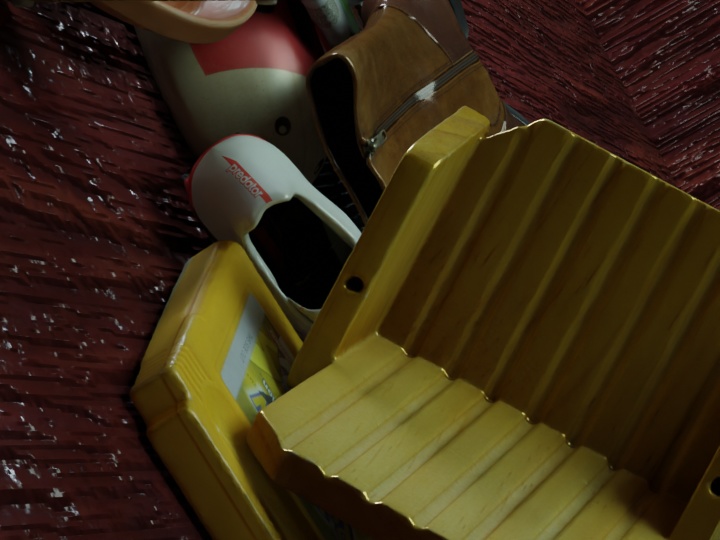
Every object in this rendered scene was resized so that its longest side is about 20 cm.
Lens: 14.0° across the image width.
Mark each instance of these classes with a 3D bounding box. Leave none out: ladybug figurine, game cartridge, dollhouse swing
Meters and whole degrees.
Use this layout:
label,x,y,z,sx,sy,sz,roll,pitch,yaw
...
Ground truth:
label,x,y,z,sx,sy,sz,roll,pitch,yaw
ladybug figurine,-0.065,-0.120,1.541,0.136,0.072,0.200,42,22,-55
game cartridge,-0.033,0.090,1.293,0.177,0.032,0.200,58,11,-13
dollhouse swing,0.076,0.037,1.258,0.200,0.182,0.176,29,5,13

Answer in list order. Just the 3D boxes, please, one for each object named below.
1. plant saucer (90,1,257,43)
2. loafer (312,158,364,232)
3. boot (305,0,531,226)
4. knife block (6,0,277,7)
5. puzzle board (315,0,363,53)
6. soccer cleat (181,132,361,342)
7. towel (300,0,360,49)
label,x,y,z,sx,sy,sz,roll,pitch,yaw
plant saucer,-0.131,-0.189,1.434,0.200,0.032,0.201,39,27,-24
loafer,0.000,0.000,1.577,0.071,0.073,0.200,79,1,-55
boot,0.043,-0.054,1.498,0.200,0.068,0.189,-65,140,-65
knife block,-0.120,-0.207,1.295,0.064,0.199,0.176,3,88,-75
puzzle board,-0.023,-0.132,1.678,0.200,0.017,0.151,62,-28,8
soccer cleat,-0.013,0.014,1.422,0.200,0.069,0.085,53,-5,-34
towel,-0.058,-0.197,1.510,0.200,0.031,0.149,53,13,-53
